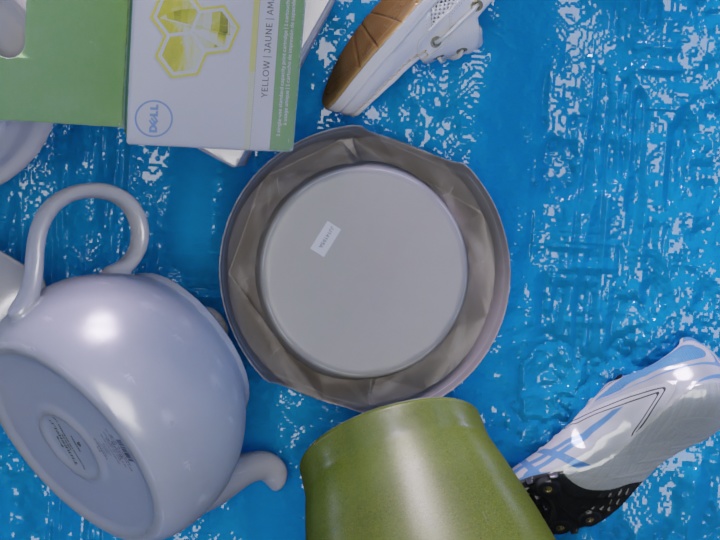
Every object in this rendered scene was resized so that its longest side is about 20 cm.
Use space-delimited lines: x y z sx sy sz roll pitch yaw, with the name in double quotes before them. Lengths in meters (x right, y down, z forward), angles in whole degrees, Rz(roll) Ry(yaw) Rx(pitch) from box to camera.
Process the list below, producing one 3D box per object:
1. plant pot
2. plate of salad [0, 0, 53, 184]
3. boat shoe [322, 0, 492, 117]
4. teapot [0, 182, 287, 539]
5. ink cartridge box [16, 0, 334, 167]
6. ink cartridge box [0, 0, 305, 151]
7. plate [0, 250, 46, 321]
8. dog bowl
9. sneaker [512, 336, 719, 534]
"plant pot" 0.045 0.196 1.194 0.200 0.200 0.193 -18 64 0
"plate of salad" -0.288 -0.125 1.126 0.199 0.048 0.200 -1 132 -1
"boat shoe" 0.057 -0.172 1.229 0.069 0.071 0.200 38 104 -23
"teapot" -0.147 0.070 1.206 0.197 0.200 0.146 36 57 17
"ink cartridge box" -0.129 -0.176 1.185 0.200 0.147 0.145 30 93 -4
"ink cartridge box" -0.135 -0.149 1.067 0.199 0.048 0.146 2 107 -13
"plate" -0.332 0.042 1.171 0.199 0.032 0.200 37 80 -40
"dog bowl" 0.000 0.000 1.238 0.199 0.059 0.201 0 92 -9
"sneaker" 0.172 0.120 1.268 0.200 0.073 0.072 -34 123 13
